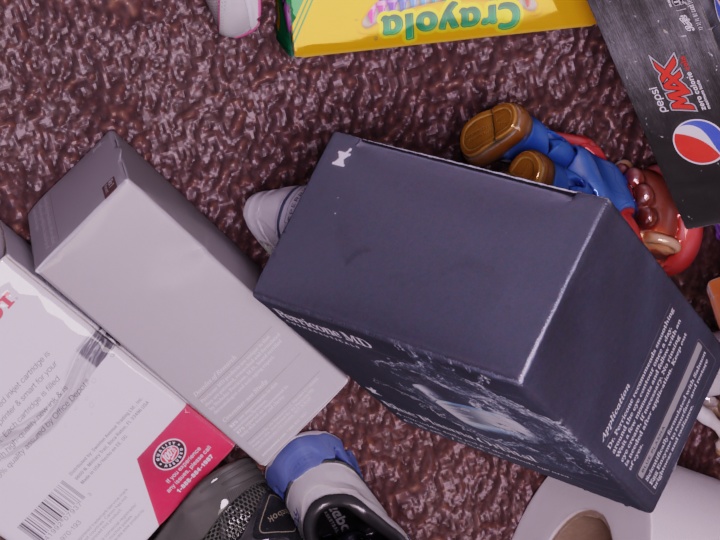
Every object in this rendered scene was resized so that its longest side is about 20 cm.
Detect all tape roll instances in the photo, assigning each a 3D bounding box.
[{"bbox_3d":[0.198,0.232,1.242,0.139,0.203,0.203,20,105,-19],"label":"tape roll"}]

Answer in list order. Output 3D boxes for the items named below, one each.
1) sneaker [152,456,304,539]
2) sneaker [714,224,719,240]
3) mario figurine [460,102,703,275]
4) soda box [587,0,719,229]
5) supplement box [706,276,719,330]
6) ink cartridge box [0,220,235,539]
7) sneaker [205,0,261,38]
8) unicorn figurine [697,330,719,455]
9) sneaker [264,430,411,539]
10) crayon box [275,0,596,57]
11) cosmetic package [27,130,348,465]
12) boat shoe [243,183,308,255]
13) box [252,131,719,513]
[{"bbox_3d":[-0.099,0.225,1.182,0.114,0.076,0.200,48,116,17],"label":"sneaker"},{"bbox_3d":[0.259,-0.052,1.232,0.083,0.081,0.201,10,118,17],"label":"sneaker"},{"bbox_3d":[0.140,-0.031,1.177,0.199,0.106,0.124,21,73,-42],"label":"mario figurine"},{"bbox_3d":[0.201,-0.125,1.114,0.070,0.063,0.201,-10,123,31],"label":"soda box"},{"bbox_3d":[0.282,0.083,1.159,0.068,0.067,0.200,-20,130,10],"label":"supplement box"},{"bbox_3d":[-0.202,0.087,1.156,0.145,0.083,0.200,-46,113,6],"label":"ink cartridge box"},{"bbox_3d":[-0.125,-0.220,1.066,0.088,0.081,0.201,-29,106,0],"label":"sneaker"},{"bbox_3d":[0.235,0.075,1.243,0.199,0.074,0.137,-29,128,23],"label":"unicorn figurine"},{"bbox_3d":[0.010,0.211,1.236,0.080,0.115,0.200,-36,114,3],"label":"sneaker"},{"bbox_3d":[0.045,-0.203,1.119,0.199,0.058,0.119,-8,112,-11],"label":"crayon box"},{"bbox_3d":[-0.109,0.017,1.140,0.200,0.107,0.090,41,97,-21],"label":"cosmetic package"},{"bbox_3d":[0.000,0.000,1.183,0.200,0.067,0.074,48,64,-43],"label":"boat shoe"},{"bbox_3d":[0.078,0.031,1.072,0.200,0.196,0.118,44,69,-49],"label":"box"}]
